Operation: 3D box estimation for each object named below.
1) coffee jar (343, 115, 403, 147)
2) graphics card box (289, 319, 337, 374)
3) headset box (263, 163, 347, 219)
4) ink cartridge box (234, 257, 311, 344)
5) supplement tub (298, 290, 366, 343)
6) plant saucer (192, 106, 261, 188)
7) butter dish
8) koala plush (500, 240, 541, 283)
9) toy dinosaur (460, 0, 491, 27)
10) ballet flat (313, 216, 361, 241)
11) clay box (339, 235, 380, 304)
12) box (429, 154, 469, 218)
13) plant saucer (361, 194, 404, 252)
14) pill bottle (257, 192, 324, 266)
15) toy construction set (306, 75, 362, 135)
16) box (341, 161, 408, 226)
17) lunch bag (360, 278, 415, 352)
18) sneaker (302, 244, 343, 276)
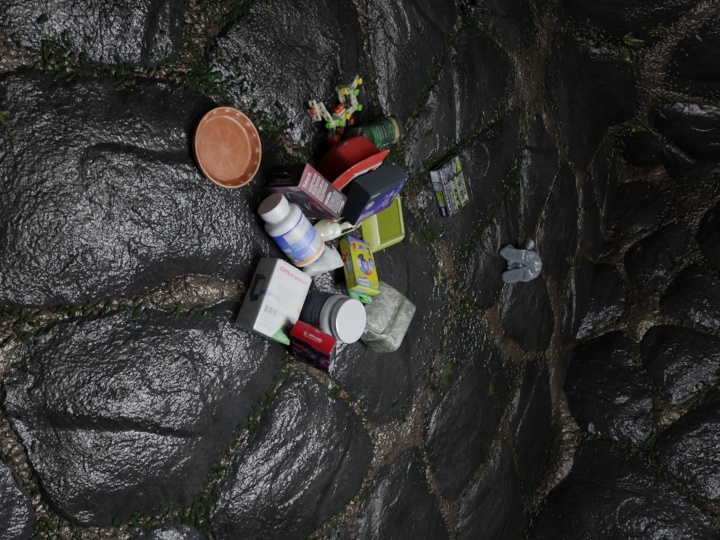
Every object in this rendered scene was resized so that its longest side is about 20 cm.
[{"bbox_3d":[0.045,-0.434,1.810,0.199,0.104,0.086,-31,104,-42],"label":"coffee jar"},{"bbox_3d":[-0.132,0.219,1.590,0.200,0.125,0.051,100,16,-64],"label":"graphics card box"},{"bbox_3d":[-0.158,-0.221,1.570,0.200,0.148,0.076,37,67,-45],"label":"headset box"},{"bbox_3d":[-0.236,0.083,1.558,0.145,0.087,0.202,34,70,-45],"label":"ink cartridge box"},{"bbox_3d":[-0.097,0.134,1.633,0.140,0.199,0.142,-6,98,-47],"label":"supplement tub"},{"bbox_3d":[-0.341,-0.312,1.444,0.199,0.032,0.202,-5,97,-47],"label":"plant saucer"},{"bbox_3d":[-0.047,-0.335,1.689,0.199,0.199,0.149,-32,90,-40],"label":"butter dish"},{"bbox_3d":[0.764,-0.043,2.622,0.200,0.182,0.179,-26,113,-57],"label":"koala plush"},{"bbox_3d":[0.427,-1.044,2.211,0.199,0.102,0.137,-17,83,-32],"label":"toy dinosaur"},{"bbox_3d":[-0.068,-0.135,1.741,0.199,0.069,0.070,-26,112,-44],"label":"ballet flat"},{"bbox_3d":[0.000,0.000,1.783,0.114,0.047,0.202,16,54,-48],"label":"clay box"},{"bbox_3d":[0.348,-0.329,2.207,0.160,0.044,0.201,-41,123,-39],"label":"box"},{"bbox_3d":[0.083,-0.172,1.920,0.199,0.048,0.202,-24,111,-45],"label":"plant saucer"},{"bbox_3d":[-0.195,-0.114,1.567,0.200,0.111,0.113,53,56,-36],"label":"pill bottle"},{"bbox_3d":[-0.067,-0.487,1.689,0.200,0.092,0.132,-38,145,-31],"label":"toy construction set"},{"bbox_3d":[0.040,-0.239,1.753,0.200,0.079,0.142,-33,161,-43],"label":"box"},{"bbox_3d":[0.064,0.150,1.860,0.168,0.139,0.201,40,61,-21],"label":"lunch bag"},{"bbox_3d":[-0.123,-0.036,1.681,0.200,0.075,0.089,-21,94,-66],"label":"sneaker"}]
